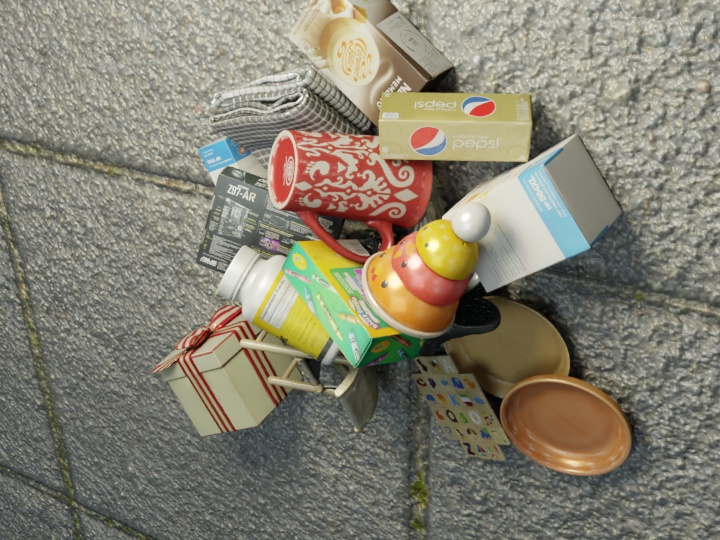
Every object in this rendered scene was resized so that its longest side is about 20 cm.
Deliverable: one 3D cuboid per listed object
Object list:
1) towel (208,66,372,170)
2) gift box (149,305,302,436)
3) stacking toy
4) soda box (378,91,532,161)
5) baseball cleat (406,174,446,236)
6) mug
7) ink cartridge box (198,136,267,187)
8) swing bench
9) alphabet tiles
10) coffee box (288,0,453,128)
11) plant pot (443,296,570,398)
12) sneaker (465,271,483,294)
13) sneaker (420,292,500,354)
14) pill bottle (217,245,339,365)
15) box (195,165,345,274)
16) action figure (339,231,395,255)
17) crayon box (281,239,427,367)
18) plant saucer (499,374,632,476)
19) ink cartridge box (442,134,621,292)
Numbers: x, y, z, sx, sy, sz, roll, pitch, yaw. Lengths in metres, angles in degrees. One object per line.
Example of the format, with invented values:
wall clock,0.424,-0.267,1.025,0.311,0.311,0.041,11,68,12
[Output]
towel,-0.106,-0.216,1.349,0.200,0.166,0.086,-6,70,35
gift box,-0.255,0.181,1.676,0.200,0.185,0.187,-18,107,33
stacking toy,0.105,-0.020,1.202,0.146,0.146,0.200,42,129,7
soda box,0.126,-0.191,1.220,0.200,0.064,0.068,2,137,6
baseball cleat,0.083,-0.054,1.349,0.106,0.070,0.200,-18,81,29
mug,-0.014,-0.112,1.271,0.133,0.200,0.178,-46,47,52
ink cartridge box,-0.162,-0.130,1.477,0.067,0.116,0.200,-13,107,38
swing bench,-0.062,0.146,1.508,0.200,0.130,0.199,26,160,19
alphabet tiles,0.161,0.223,1.494,0.166,0.006,0.200,-12,110,59
coffee box,0.013,-0.306,1.279,0.200,0.080,0.114,45,132,4
plant pot,0.223,0.115,1.395,0.200,0.027,0.200,17,132,20
sneaker,0.117,0.027,1.417,0.200,0.074,0.088,-40,77,32
sneaker,0.110,0.083,1.351,0.199,0.060,0.104,3,145,17
pill bottle,-0.105,0.046,1.358,0.200,0.111,0.111,30,130,-1
box,-0.138,-0.051,1.406,0.200,0.044,0.160,20,116,2
action figure,0.000,0.000,1.442,0.102,0.119,0.200,4,135,-11
crayon box,-0.007,0.041,1.282,0.200,0.119,0.058,51,127,32
plant saucer,0.312,0.229,1.390,0.200,0.037,0.200,16,133,18
ink cartridge box,0.220,-0.071,1.239,0.200,0.129,0.125,-26,98,41
